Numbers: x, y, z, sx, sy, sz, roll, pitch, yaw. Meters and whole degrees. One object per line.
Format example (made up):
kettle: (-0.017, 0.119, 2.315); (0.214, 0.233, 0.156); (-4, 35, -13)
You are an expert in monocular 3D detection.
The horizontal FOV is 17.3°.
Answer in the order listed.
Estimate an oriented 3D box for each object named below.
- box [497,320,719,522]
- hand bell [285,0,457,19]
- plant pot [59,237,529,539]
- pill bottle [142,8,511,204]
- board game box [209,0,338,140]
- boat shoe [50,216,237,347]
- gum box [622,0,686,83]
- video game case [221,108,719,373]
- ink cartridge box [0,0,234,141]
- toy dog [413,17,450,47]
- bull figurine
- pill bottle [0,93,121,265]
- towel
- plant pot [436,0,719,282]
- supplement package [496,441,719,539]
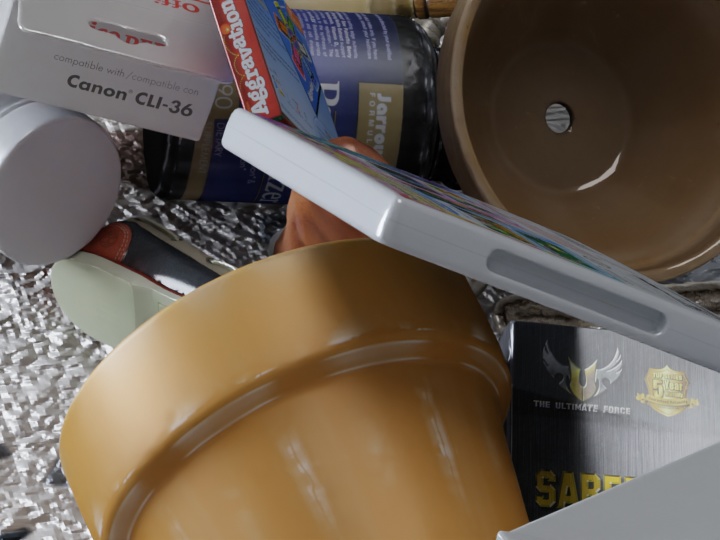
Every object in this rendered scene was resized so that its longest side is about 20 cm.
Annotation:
box: (0.160, 0.113, 1.115); (0.198, 0.048, 0.160); (7, 68, -9)
hand bell: (0.044, -0.161, 1.425); (0.198, 0.105, 0.104); (-1, 32, 15)
plant pot: (-0.006, 0.120, 1.018); (0.199, 0.201, 0.184); (-10, 57, -28)
pill bottle: (-0.020, -0.093, 1.355); (0.198, 0.113, 0.112); (2, 36, -13)
board game box: (-0.043, -0.102, 1.192); (0.019, 0.200, 0.104); (-18, 79, 7)
boat shoe: (-0.067, 0.028, 1.213); (0.199, 0.072, 0.062); (25, 41, 28)
gum box: (0.184, -0.156, 1.426); (0.044, 0.201, 0.170); (13, 35, 2)
video game case: (0.050, -0.014, 1.027); (0.181, 0.024, 0.200); (20, 6, -25)
ink cartridge box: (-0.129, -0.136, 1.214); (0.116, 0.068, 0.201); (13, 32, -15)
toy dog: (0.108, -0.158, 1.498); (0.200, 0.096, 0.132); (-48, 46, -11)
bull figurine: (0.000, 0.000, 1.210); (0.121, 0.200, 0.065); (40, 75, 11)
pill bottle: (-0.215, -0.080, 1.261); (0.110, 0.112, 0.200); (-18, 36, -35)
towel: (0.179, 0.024, 1.222); (0.132, 0.035, 0.199); (2, -3, -36)
plant pot: (0.126, -0.090, 1.299); (0.199, 0.203, 0.093); (-2, -3, -19)
supplement package: (0.148, 0.190, 0.936); (0.190, 0.201, 0.147); (-17, 45, -34)
